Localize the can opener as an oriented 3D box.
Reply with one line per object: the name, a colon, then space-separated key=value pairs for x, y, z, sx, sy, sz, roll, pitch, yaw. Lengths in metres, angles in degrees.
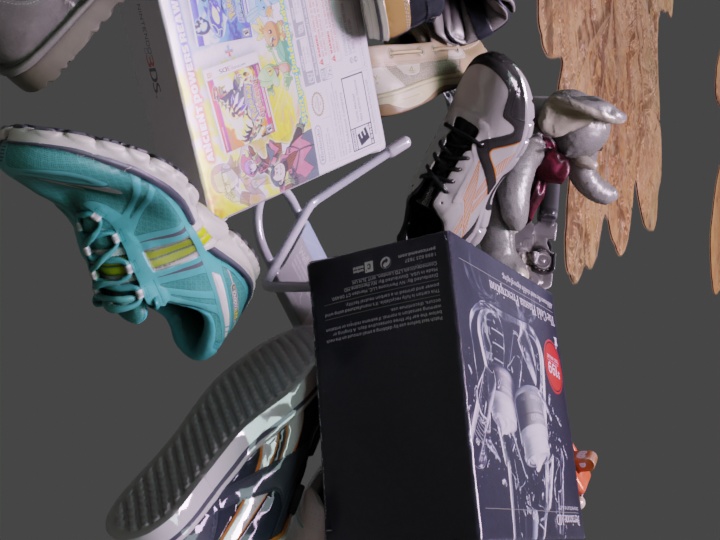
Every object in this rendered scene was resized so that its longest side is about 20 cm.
can opener: x=0.195 y=-0.066 z=1.137 sx=0.067 sy=0.053 sz=0.201 roll=97 pitch=1 yaw=-71

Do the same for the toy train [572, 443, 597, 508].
toy train: x=0.178 y=0.183 z=0.961 sx=0.151 sy=0.056 sz=0.200 roll=62 pitch=29 yaw=1

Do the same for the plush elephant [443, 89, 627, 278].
plush elephant: x=0.176 y=-0.106 z=0.958 sx=0.165 sy=0.154 sz=0.201 roll=-72 pitch=146 yaw=-72

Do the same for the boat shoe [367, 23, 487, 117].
boat shoe: x=0.053 y=-0.187 z=0.876 sx=0.200 sy=0.072 sz=0.065 roll=-35 pitch=117 yaw=-50

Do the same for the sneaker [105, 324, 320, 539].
sneaker: x=-0.072 y=0.120 z=0.634 sx=0.200 sy=0.078 sz=0.080 roll=-47 pitch=123 yaw=-37

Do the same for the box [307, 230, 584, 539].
box: x=0.063 y=0.092 z=0.670 sx=0.200 sy=0.104 sz=0.183 roll=23 pitch=59 yaw=-58

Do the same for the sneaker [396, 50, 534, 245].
sneaker: x=0.087 y=-0.090 z=0.861 sx=0.080 sy=0.074 sz=0.201 roll=-22 pitch=136 yaw=-44

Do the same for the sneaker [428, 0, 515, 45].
sneaker: x=0.094 y=-0.263 z=0.890 sx=0.202 sy=0.077 sz=0.147 roll=-3 pitch=66 yaw=-61

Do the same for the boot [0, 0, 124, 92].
boot: x=-0.179 y=-0.199 z=0.456 sx=0.200 sy=0.072 sz=0.182 roll=43 pitch=75 yaw=-44

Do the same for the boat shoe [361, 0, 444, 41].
boat shoe: x=0.026 y=-0.233 z=0.751 sx=0.200 sy=0.062 sz=0.075 roll=-97 pitch=174 yaw=-53

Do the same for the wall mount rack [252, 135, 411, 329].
wall mount rack: x=0.000 y=0.000 z=0.765 sx=0.200 sy=0.074 sz=0.174 roll=65 pitch=35 yaw=-34

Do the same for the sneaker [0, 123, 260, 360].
sneaker: x=-0.124 y=-0.013 z=0.563 sx=0.200 sy=0.077 sz=0.080 roll=45 pitch=59 yaw=-48

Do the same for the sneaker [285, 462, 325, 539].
sneaker: x=-0.003 y=0.163 z=0.704 sx=0.200 sy=0.070 sz=0.081 roll=-35 pitch=138 yaw=-75

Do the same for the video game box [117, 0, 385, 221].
video game box: x=-0.068 y=-0.151 z=0.659 sx=0.182 sy=0.047 sz=0.201 roll=-30 pitch=116 yaw=-47
